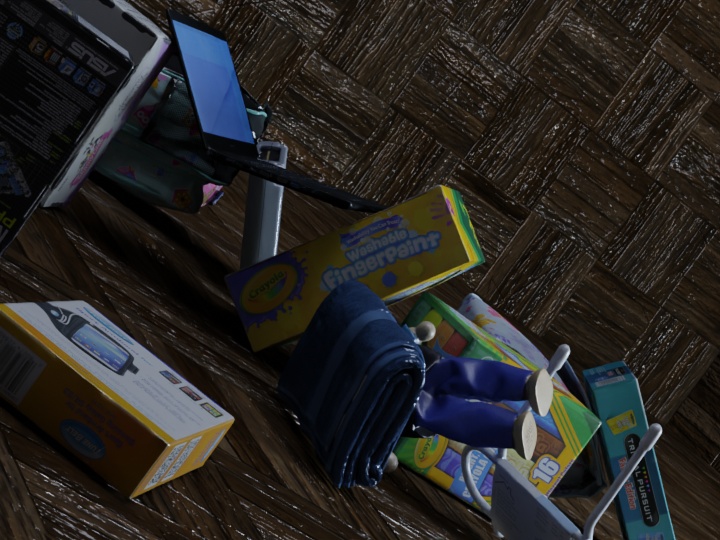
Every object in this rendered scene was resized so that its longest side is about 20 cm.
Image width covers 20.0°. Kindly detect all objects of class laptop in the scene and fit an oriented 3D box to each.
[{"bbox_3d":[-0.065,-0.128,1.708,0.198,0.104,0.177,21,5,11],"label":"laptop"}]

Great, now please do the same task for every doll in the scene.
[{"bbox_3d":[0.045,0.102,1.609,0.198,0.137,0.049,8,-32,25],"label":"doll"}]

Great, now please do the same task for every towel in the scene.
[{"bbox_3d":[-0.007,0.078,1.495,0.048,0.112,0.200,24,9,-16],"label":"towel"}]

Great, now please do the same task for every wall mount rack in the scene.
[{"bbox_3d":[0.163,0.169,1.606,0.074,0.175,0.200,-19,40,-28],"label":"wall mount rack"}]

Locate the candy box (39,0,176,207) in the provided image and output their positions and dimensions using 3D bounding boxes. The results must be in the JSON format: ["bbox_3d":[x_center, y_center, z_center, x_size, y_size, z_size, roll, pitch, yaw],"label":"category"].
[{"bbox_3d":[-0.275,-0.176,1.652,0.199,0.168,0.072,38,7,7],"label":"candy box"}]

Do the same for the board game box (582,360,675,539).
[{"bbox_3d":[0.268,0.199,2.012,0.151,0.046,0.202,-58,133,-85],"label":"board game box"}]

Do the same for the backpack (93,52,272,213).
[{"bbox_3d":[-0.204,-0.151,1.998,0.199,0.154,0.176,34,5,-7],"label":"backpack"}]

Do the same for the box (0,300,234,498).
[{"bbox_3d":[-0.139,0.066,1.127,0.119,0.042,0.200,37,3,6],"label":"box"}]

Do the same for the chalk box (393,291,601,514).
[{"bbox_3d":[0.079,0.109,1.741,0.199,0.124,0.125,34,5,-28],"label":"chalk box"}]

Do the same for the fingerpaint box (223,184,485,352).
[{"bbox_3d":[0.000,0.000,1.751,0.167,0.198,0.074,1,66,-83],"label":"fingerpaint box"}]

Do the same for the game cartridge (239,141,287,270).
[{"bbox_3d":[-0.093,-0.047,1.956,0.040,0.135,0.200,3,9,-1],"label":"game cartridge"}]

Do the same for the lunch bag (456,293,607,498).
[{"bbox_3d":[0.166,0.137,2.107,0.200,0.127,0.170,43,6,-14],"label":"lunch bag"}]

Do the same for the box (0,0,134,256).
[{"bbox_3d":[-0.269,-0.128,1.305,0.199,0.161,0.044,35,7,-15],"label":"box"}]

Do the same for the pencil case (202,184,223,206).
[{"bbox_3d":[-0.224,-0.149,2.265,0.200,0.083,0.086,39,7,37],"label":"pencil case"}]
